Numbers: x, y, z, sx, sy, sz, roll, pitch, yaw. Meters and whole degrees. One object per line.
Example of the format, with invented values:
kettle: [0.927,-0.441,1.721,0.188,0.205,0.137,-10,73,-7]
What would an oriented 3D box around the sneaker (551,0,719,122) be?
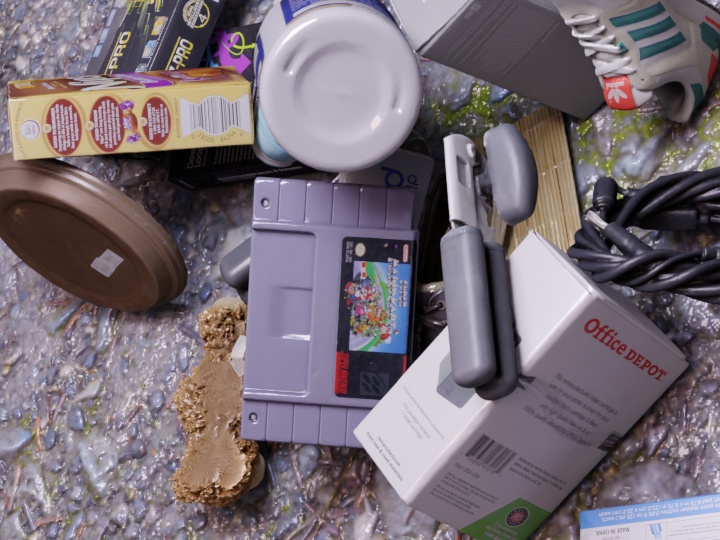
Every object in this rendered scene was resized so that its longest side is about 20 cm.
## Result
sneaker: [0.193,-0.169,1.486,0.070,0.199,0.094,12,84,49]

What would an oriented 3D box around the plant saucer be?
plant saucer: [-0.241,-0.027,1.743,0.199,0.200,0.030,5,54,37]

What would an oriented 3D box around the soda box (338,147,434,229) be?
soda box: [0.000,0.000,1.593,0.068,0.063,0.202,14,95,-5]

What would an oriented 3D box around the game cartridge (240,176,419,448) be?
game cartridge: [-0.023,0.033,1.546,0.128,0.038,0.202,4,93,9]

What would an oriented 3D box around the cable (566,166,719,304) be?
cable: [0.248,-0.026,1.418,0.198,0.163,0.051,8,116,18]

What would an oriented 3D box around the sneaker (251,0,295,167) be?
sneaker: [-0.038,-0.186,1.679,0.082,0.073,0.202,168,112,-74]

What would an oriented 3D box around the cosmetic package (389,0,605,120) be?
cosmetic package: [0.117,-0.199,1.545,0.090,0.199,0.107,-43,50,25]

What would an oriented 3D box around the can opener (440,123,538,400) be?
can opener: [0.092,-0.013,1.399,0.067,0.053,0.201,-24,54,31]

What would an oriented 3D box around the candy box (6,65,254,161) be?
candy box: [-0.194,-0.132,1.692,0.117,0.198,0.057,-131,36,-74]

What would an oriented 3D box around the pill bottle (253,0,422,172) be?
pill bottle: [-0.021,-0.154,1.531,0.120,0.119,0.200,-48,15,10]

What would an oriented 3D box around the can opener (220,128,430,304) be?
can opener: [-0.031,-0.055,1.665,0.199,0.053,0.067,-37,43,3]

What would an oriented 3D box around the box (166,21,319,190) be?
box: [-0.076,-0.151,1.779,0.199,0.036,0.144,-5,68,33]

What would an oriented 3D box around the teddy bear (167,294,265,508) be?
teddy bear: [-0.097,0.104,1.679,0.144,0.067,0.201,-20,54,18]

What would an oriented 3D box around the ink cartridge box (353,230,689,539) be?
ink cartridge box: [0.117,0.091,1.463,0.200,0.145,0.084,-48,47,9]

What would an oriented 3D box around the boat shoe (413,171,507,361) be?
boat shoe: [0.065,0.020,1.573,0.072,0.065,0.202,5,82,46]

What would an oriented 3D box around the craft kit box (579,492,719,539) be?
craft kit box: [0.244,0.251,1.372,0.199,0.048,0.199,-12,63,33]

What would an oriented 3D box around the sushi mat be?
sushi mat: [0.132,-0.031,1.589,0.095,0.012,0.202,-22,59,28]

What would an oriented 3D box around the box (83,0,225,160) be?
box: [-0.192,-0.200,1.843,0.161,0.049,0.201,9,76,63]
